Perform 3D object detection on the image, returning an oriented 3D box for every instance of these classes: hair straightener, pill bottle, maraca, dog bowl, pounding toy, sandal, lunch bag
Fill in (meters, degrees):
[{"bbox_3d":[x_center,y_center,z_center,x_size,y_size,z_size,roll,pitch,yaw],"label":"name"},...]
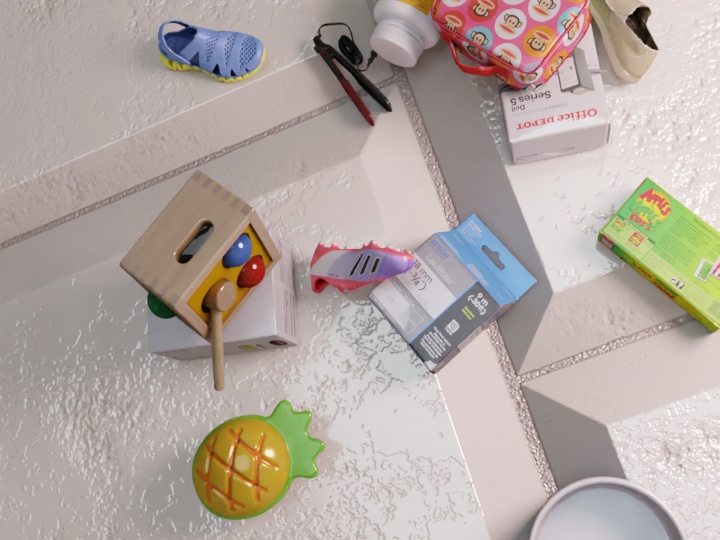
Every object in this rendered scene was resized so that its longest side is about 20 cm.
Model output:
[{"bbox_3d":[-0.007,-0.323,1.280,0.077,0.041,0.201,-35,67,-1],"label":"hair straightener"},{"bbox_3d":[0.091,-0.418,1.229,0.108,0.109,0.202,23,83,17],"label":"pill bottle"},{"bbox_3d":[-0.146,0.266,1.134,0.198,0.107,0.139,-27,80,6],"label":"maraca"},{"bbox_3d":[0.311,0.364,1.019,0.197,0.079,0.203,-3,76,13],"label":"dog bowl"},{"bbox_3d":[-0.199,0.019,1.062,0.141,0.184,0.201,33,77,19],"label":"pounding toy"},{"bbox_3d":[-0.252,-0.363,1.318,0.197,0.087,0.081,7,77,13],"label":"sandal"},{"bbox_3d":[0.200,-0.345,1.119,0.199,0.082,0.177,40,92,21],"label":"lunch bag"}]

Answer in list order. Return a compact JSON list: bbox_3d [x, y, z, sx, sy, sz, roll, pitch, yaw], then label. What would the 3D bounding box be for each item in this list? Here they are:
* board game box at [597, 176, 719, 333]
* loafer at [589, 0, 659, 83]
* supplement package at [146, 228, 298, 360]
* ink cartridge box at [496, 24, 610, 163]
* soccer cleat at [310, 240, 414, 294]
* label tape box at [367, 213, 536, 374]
[{"bbox_3d":[0.433,-0.022,1.096,0.200,0.048,0.102,42,89,18],"label":"board game box"},{"bbox_3d":[0.379,-0.372,1.167,0.068,0.075,0.203,-29,75,48],"label":"loafer"},{"bbox_3d":[-0.204,0.041,1.199,0.197,0.111,0.158,-8,75,12],"label":"supplement package"},{"bbox_3d":[0.272,-0.274,1.172,0.143,0.084,0.203,-10,75,12],"label":"ink cartridge box"},{"bbox_3d":[0.000,0.000,1.151,0.198,0.066,0.078,4,82,47],"label":"soccer cleat"},{"bbox_3d":[0.130,0.025,1.148,0.200,0.063,0.145,-42,72,1],"label":"label tape box"}]
